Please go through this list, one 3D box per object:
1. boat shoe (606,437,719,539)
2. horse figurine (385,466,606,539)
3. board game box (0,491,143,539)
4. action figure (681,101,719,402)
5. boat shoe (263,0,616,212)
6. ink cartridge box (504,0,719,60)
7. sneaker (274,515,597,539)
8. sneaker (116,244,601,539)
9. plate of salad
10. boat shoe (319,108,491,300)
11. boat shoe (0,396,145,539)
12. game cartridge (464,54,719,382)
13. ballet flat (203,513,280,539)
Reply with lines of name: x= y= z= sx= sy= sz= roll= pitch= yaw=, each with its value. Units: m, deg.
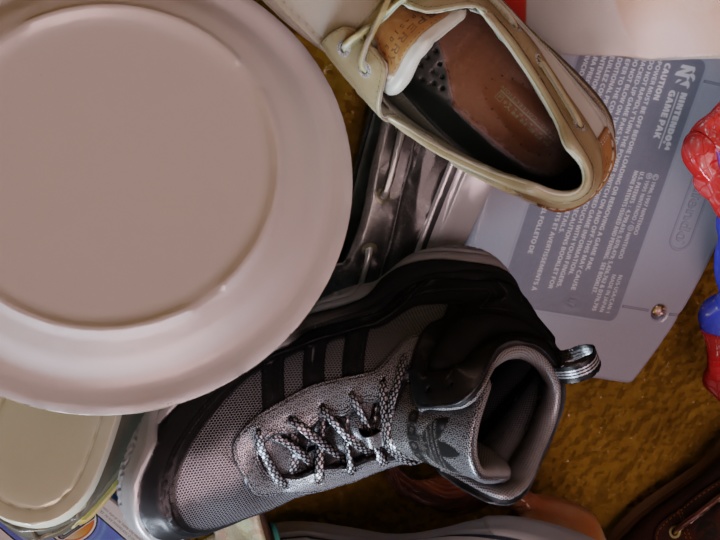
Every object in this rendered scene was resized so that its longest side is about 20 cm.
boat shoe: x=0.193 y=0.140 z=0.955 sx=0.070 sy=0.070 sz=0.200 roll=34 pitch=101 yaw=-31
horse figurine: x=0.097 y=0.161 z=0.913 sx=0.132 sy=0.050 sz=0.200 roll=-31 pitch=114 yaw=31
board game box: x=-0.215 y=0.130 z=0.824 sx=0.196 sy=0.056 sz=0.200 roll=-40 pitch=119 yaw=3
action figure: x=0.201 y=-0.009 z=0.838 sx=0.065 sy=0.099 sz=0.200 roll=-37 pitch=134 yaw=-22
boat shoe: x=0.024 y=-0.099 z=0.737 sx=0.200 sy=0.068 sz=0.075 roll=35 pitch=105 yaw=-4
ink cartridge box: x=0.093 y=-0.171 z=0.764 sx=0.199 sy=0.050 sz=0.163 roll=-4 pitch=103 yaw=-15
sneaker: x=0.029 y=0.164 z=0.858 sx=0.199 sy=0.071 sz=0.073 roll=-4 pitch=118 yaw=21
sneaker: x=0.001 y=0.062 z=0.738 sx=0.200 sy=0.114 sz=0.076 roll=-30 pitch=120 yaw=-16
plate of salad: x=-0.103 y=-0.035 z=0.741 sx=0.200 sy=0.201 sz=0.048 roll=-18 pitch=162 yaw=-9
boat shoe: x=0.000 y=0.000 z=0.833 sx=0.071 sy=0.072 sz=0.200 roll=19 pitch=102 yaw=-13
boat shoe: x=-0.106 y=0.021 z=0.779 sx=0.072 sy=0.060 sz=0.202 roll=22 pitch=70 yaw=6
game cartridge: x=0.116 y=-0.045 z=0.864 sx=0.133 sy=0.040 sz=0.200 roll=11 pitch=110 yaw=-19
ballet flat: x=-0.066 y=0.113 z=0.818 sx=0.062 sy=0.067 sz=0.201 roll=-12 pitch=81 yaw=-5
